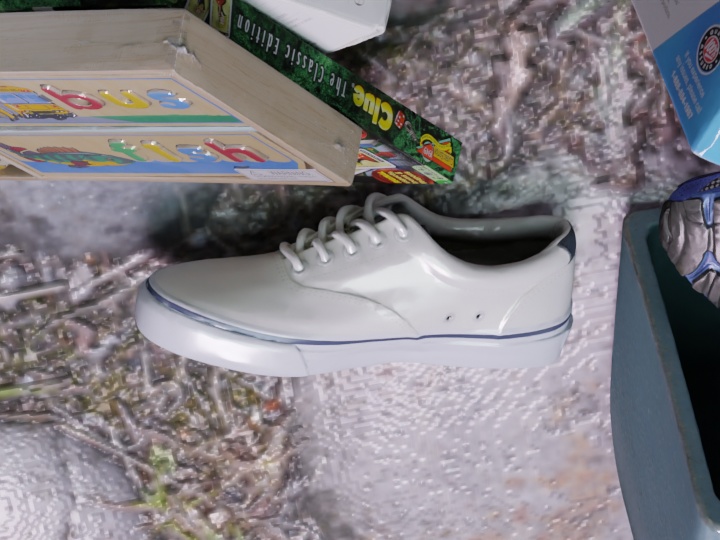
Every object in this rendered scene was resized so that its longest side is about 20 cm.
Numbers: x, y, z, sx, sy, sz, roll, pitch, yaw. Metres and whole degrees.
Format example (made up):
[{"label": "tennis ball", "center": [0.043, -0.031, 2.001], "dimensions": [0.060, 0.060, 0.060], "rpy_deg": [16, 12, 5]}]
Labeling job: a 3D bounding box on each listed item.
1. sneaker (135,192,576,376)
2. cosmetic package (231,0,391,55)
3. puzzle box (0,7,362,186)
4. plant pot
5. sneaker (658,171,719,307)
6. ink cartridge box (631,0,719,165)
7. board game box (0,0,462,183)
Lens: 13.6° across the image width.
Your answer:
[{"label": "sneaker", "center": [0.000, 0.000, 1.316], "dimensions": [0.199, 0.073, 0.071], "rpy_deg": [-1, 117, -20]}, {"label": "cosmetic package", "center": [-0.083, -0.163, 1.142], "dimensions": [0.199, 0.081, 0.114], "rpy_deg": [16, 78, -22]}, {"label": "puzzle box", "center": [-0.116, -0.065, 1.173], "dimensions": [0.199, 0.026, 0.133], "rpy_deg": [1, 164, 32]}, {"label": "plant pot", "center": [0.210, 0.110, 1.356], "dimensions": [0.195, 0.196, 0.201], "rpy_deg": [0, 133, -10]}, {"label": "sneaker", "center": [0.216, -0.023, 1.310], "dimensions": [0.199, 0.079, 0.076], "rpy_deg": [0, 126, -23]}, {"label": "ink cartridge box", "center": [0.227, -0.136, 1.201], "dimensions": [0.145, 0.147, 0.200], "rpy_deg": [22, 120, -23]}, {"label": "board game box", "center": [-0.055, -0.076, 1.195], "dimensions": [0.104, 0.024, 0.200], "rpy_deg": [5, 165, 37]}]
